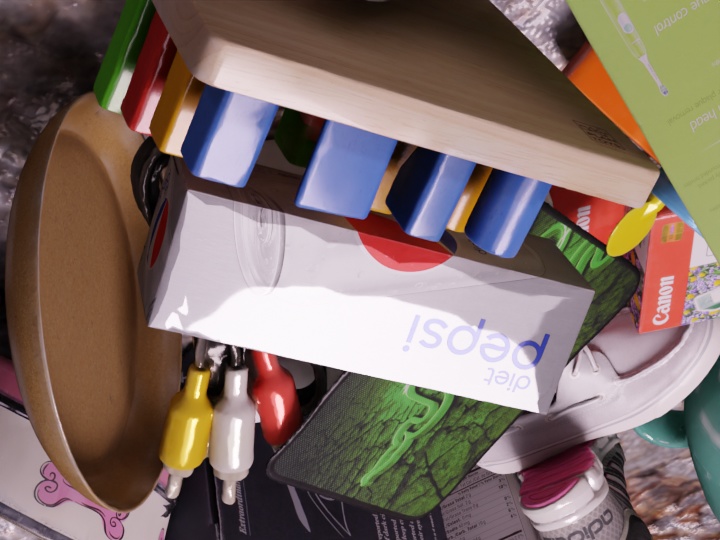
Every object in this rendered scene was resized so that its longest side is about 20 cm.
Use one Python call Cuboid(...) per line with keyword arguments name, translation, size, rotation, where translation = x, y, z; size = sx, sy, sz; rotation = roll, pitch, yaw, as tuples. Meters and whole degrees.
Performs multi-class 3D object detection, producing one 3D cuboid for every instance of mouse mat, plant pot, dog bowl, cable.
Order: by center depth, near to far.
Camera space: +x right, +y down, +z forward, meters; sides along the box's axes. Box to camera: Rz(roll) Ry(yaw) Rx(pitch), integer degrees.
Cuboid(name="plant pot", translation=(-0.128, 0.016, 0.722), size=(0.027, 0.202, 0.201), rotation=(-5, 142, 10))
Cuboid(name="cable", translation=(-0.059, 0.024, 0.729), size=(0.096, 0.050, 0.202), rotation=(-12, 126, -16))
Cuboid(name="mouse mat", translation=(0.054, 0.054, 0.795), size=(0.201, 0.008, 0.160), rotation=(-50, 142, 11))
Cuboid(name="dog bowl", translation=(-0.188, 0.103, 0.832), size=(0.198, 0.074, 0.200), rotation=(25, 166, 7))

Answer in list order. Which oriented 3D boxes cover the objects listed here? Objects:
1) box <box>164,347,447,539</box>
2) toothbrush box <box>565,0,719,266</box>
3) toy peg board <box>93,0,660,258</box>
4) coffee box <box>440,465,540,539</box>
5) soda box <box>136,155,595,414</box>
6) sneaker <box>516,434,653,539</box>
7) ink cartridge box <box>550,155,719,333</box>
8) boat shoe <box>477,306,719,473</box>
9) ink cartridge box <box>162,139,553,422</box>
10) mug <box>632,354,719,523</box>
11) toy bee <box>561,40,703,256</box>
Cuboid(name="box", translation=(-0.048, 0.158, 0.947), size=(0.198, 0.149, 0.104), rotation=(23, 130, -34))
Cuboid(name="toothbrush box", translation=(0.159, -0.082, 0.640), size=(0.085, 0.202, 0.146), rotation=(-29, -177, 15))
Cuboid(name="toy peg board", translation=(-0.013, -0.068, 0.632), size=(0.198, 0.200, 0.099), rotation=(13, 116, -28))
Cuboid(name="coffee box", translation=(0.108, 0.230, 1.030), size=(0.079, 0.202, 0.113), rotation=(-26, 138, 12))
Cuboid(name="soda box", translation=(0.002, 0.005, 0.681), size=(0.197, 0.064, 0.069), rotation=(14, 109, -18))
Cuboid(name="sneaker", translation=(0.151, 0.162, 0.988), size=(0.073, 0.088, 0.200), rotation=(-25, 179, 11))
Cuboid(name="ink cartridge box", translation=(0.194, -0.018, 0.879), size=(0.197, 0.051, 0.110), rotation=(-11, 140, -3))
Cuboid(name="boat shoe", translation=(0.137, 0.065, 0.955), size=(0.198, 0.073, 0.068), rotation=(-26, 142, 30))
Cuboid(name="ink cartridge box", translation=(0.000, 0.000, 0.821), size=(0.197, 0.085, 0.146), rotation=(-9, 138, -3))
Cuboid(name="mug", translation=(0.271, 0.100, 0.960), size=(0.183, 0.153, 0.115), rotation=(-20, 137, 9))
Cuboid(name="toy bee", translation=(0.187, -0.042, 0.780), size=(0.130, 0.202, 0.109), rotation=(-28, 174, 12))
